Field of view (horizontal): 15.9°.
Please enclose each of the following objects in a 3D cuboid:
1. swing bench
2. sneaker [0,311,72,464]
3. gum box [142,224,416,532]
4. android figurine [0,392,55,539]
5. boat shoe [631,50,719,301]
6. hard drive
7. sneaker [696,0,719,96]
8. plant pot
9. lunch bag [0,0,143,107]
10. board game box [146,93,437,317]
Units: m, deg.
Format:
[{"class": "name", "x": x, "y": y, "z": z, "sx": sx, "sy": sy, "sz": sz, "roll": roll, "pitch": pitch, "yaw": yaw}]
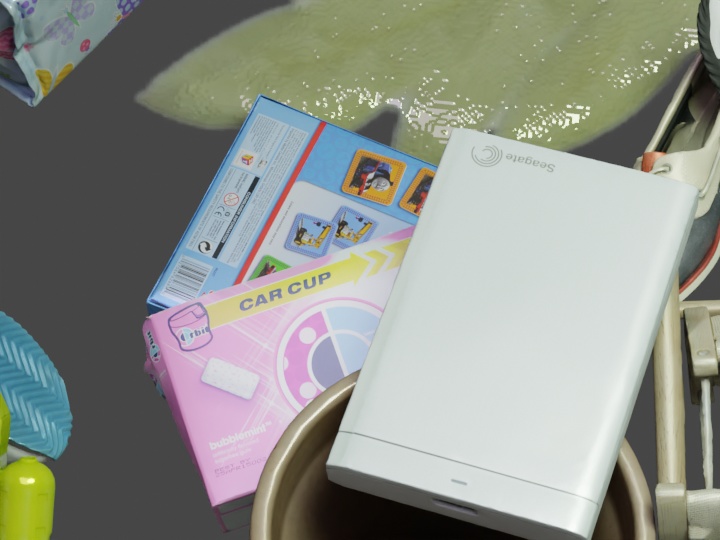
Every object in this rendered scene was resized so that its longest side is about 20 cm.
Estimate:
[{"class": "swing bench", "x": 0.249, "y": 0.063, "z": 1.323, "sx": 0.199, "sy": 0.130, "sz": 0.200, "roll": -2, "pitch": 57, "yaw": 7}, {"class": "sneaker", "x": -0.254, "y": 0.054, "z": 1.440, "sx": 0.200, "sy": 0.081, "sz": 0.077, "roll": 30, "pitch": 42, "yaw": -8}, {"class": "gum box", "x": -0.012, "y": 0.056, "z": 1.405, "sx": 0.200, "sy": 0.066, "sz": 0.114, "roll": -19, "pitch": 71, "yaw": -4}, {"class": "android figurine", "x": -0.252, "y": 0.123, "z": 1.371, "sx": 0.182, "sy": 0.041, "sz": 0.200, "roll": 7, "pitch": 95, "yaw": 2}, {"class": "boat shoe", "x": 0.183, "y": -0.051, "z": 1.486, "sx": 0.071, "sy": 0.063, "sz": 0.200, "roll": 4, "pitch": 50, "yaw": 47}, {"class": "hard drive", "x": 0.078, "y": 0.030, "z": 1.280, "sx": 0.132, "sy": 0.027, "sz": 0.200, "roll": 15, "pitch": 63, "yaw": 13}, {"class": "sneaker", "x": 0.269, "y": -0.093, "z": 1.469, "sx": 0.200, "sy": 0.077, "sz": 0.076, "roll": 49, "pitch": 52, "yaw": -10}, {"class": "plant pot", "x": 0.044, "y": 0.163, "z": 1.327, "sx": 0.200, "sy": 0.175, "sz": 0.200, "roll": 0, "pitch": 64, "yaw": 0}, {"class": "lunch bag", "x": -0.221, "y": -0.226, "z": 1.554, "sx": 0.200, "sy": 0.127, "sz": 0.170, "roll": 34, "pitch": 66, "yaw": 23}, {"class": "board game box", "x": 0.000, "y": 0.000, "z": 1.487, "sx": 0.200, "sy": 0.037, "sz": 0.151, "roll": 22, "pitch": 66, "yaw": 11}]
